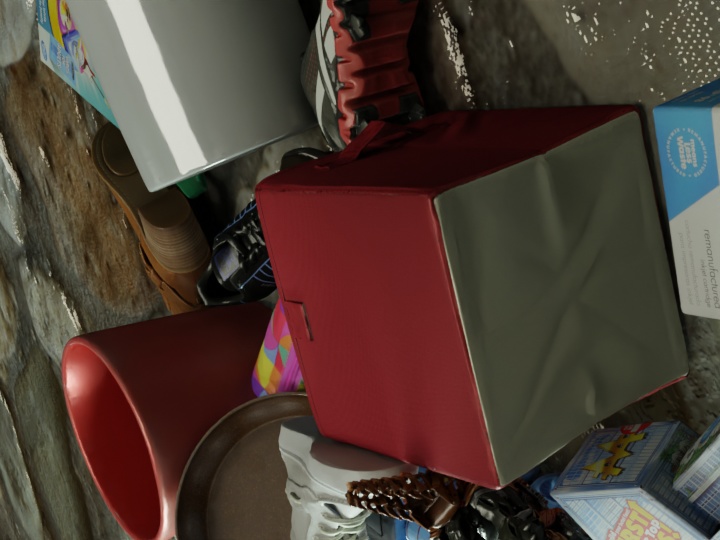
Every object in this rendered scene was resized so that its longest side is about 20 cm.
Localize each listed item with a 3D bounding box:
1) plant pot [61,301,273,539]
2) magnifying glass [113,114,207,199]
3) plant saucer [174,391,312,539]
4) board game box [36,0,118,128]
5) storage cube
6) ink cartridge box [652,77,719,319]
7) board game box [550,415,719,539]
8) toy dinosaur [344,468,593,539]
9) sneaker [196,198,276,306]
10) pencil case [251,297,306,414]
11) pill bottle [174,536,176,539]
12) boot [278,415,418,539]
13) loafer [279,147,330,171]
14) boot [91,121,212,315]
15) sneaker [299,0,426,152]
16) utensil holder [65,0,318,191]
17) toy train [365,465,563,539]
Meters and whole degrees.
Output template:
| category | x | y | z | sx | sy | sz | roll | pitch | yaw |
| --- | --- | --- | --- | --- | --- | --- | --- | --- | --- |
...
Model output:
| category | x | y | z | sx | sy | sz | roll | pitch | yaw |
| --- | --- | --- | --- | --- | --- | --- | --- | --- | --- |
| plant pot | -0.147 | 0.123 | 1.196 | 0.200 | 0.176 | 0.202 | 38 | 138 | 44 |
| magnifying glass | -0.170 | -0.110 | 1.139 | 0.080 | 0.022 | 0.200 | 63 | -175 | 9 |
| plant saucer | -0.052 | 0.199 | 1.071 | 0.201 | 0.200 | 0.034 | 57 | -172 | 15 |
| board game box | -0.239 | -0.227 | 1.247 | 0.200 | 0.047 | 0.152 | 40 | 139 | 37 |
| storage cube | 0.067 | 0.005 | 0.816 | 0.179 | 0.170 | 0.202 | 7 | 116 | 54 |
| ink cartridge box | 0.241 | -0.031 | 0.631 | 0.199 | 0.066 | 0.117 | 10 | 116 | 54 |
| board game box | 0.214 | 0.142 | 0.729 | 0.199 | 0.062 | 0.201 | 37 | 141 | 11 |
| toy dinosaur | 0.077 | 0.168 | 0.798 | 0.136 | 0.198 | 0.103 | -108 | 28 | -52 |
| sneaker | -0.076 | -0.024 | 1.100 | 0.070 | 0.078 | 0.200 | 58 | 147 | 14 |
| pencil case | -0.034 | 0.042 | 1.073 | 0.089 | 0.088 | 0.201 | 50 | 144 | 26 |
| pill bottle | -0.086 | 0.247 | 1.252 | 0.199 | 0.112 | 0.113 | 13 | 120 | 53 |
| boot | -0.007 | 0.157 | 0.893 | 0.200 | 0.073 | 0.097 | -173 | 78 | -76 |
| loafer | 0.000 | 0.000 | 0.948 | 0.200 | 0.071 | 0.073 | 50 | 156 | 5 |
| boot | -0.194 | -0.042 | 1.278 | 0.155 | 0.073 | 0.201 | 80 | 165 | -47 |
| sneaker | -0.003 | -0.162 | 0.910 | 0.098 | 0.070 | 0.202 | 29 | 128 | 54 |
| utensil holder | -0.122 | -0.180 | 0.994 | 0.170 | 0.169 | 0.201 | -13 | 101 | 58 |
| toy train | 0.081 | 0.175 | 0.953 | 0.199 | 0.114 | 0.087 | 30 | 133 | 45 |
